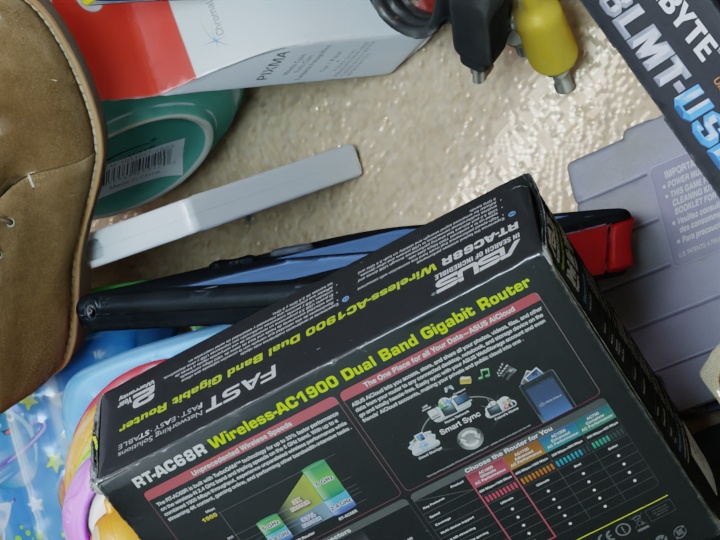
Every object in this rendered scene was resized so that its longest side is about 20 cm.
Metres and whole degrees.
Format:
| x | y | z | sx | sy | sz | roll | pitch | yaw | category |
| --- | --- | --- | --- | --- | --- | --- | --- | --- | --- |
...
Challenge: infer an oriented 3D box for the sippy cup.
| x | y | z | sx | sy | sz | roll | pitch | yaw | category |
| --- | --- | --- | --- | --- | --- | --- | --- | --- | --- |
| -0.140 | 0.082 | 1.401 | 0.178 | 0.139 | 0.131 | -20 | 82 | 63 | sippy cup |

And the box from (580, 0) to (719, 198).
| x | y | z | sx | sy | sz | roll | pitch | yaw | category |
| --- | --- | --- | --- | --- | --- | --- | --- | --- | --- |
| 0.191 | -0.038 | 1.076 | 0.050 | 0.200 | 0.199 | -47 | 59 | 25 | box |

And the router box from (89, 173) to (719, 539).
| x | y | z | sx | sy | sz | roll | pitch | yaw | category |
| --- | --- | --- | --- | --- | --- | --- | --- | --- | --- |
| 0.017 | 0.074 | 1.126 | 0.199 | 0.150 | 0.062 | -27 | 29 | 13 | router box |

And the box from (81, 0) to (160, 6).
| x | y | z | sx | sy | sz | roll | pitch | yaw | category |
| --- | --- | --- | --- | --- | --- | --- | --- | --- | --- |
| -0.049 | -0.181 | 1.216 | 0.200 | 0.064 | 0.070 | -30 | 73 | 47 | box |

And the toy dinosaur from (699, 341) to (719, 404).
| x | y | z | sx | sy | sz | roll | pitch | yaw | category |
| --- | --- | --- | --- | --- | --- | --- | --- | --- | --- |
| 0.184 | 0.015 | 1.160 | 0.101 | 0.200 | 0.058 | -40 | 20 | 22 | toy dinosaur |

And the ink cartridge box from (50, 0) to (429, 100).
| x | y | z | sx | sy | sz | roll | pitch | yaw | category |
| --- | --- | --- | --- | --- | --- | --- | --- | --- | --- |
| -0.079 | -0.161 | 1.332 | 0.047 | 0.199 | 0.161 | -42 | 62 | 49 | ink cartridge box |

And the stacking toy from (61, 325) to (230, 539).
| x | y | z | sx | sy | sz | roll | pitch | yaw | category |
| --- | --- | --- | --- | --- | --- | --- | --- | --- | --- |
| -0.085 | 0.101 | 1.239 | 0.109 | 0.200 | 0.117 | -18 | 97 | 8 | stacking toy |

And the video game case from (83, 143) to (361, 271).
| x | y | z | sx | sy | sz | roll | pitch | yaw | category |
| --- | --- | --- | --- | --- | --- | --- | --- | --- | --- |
| -0.115 | -0.014 | 1.380 | 0.199 | 0.143 | 0.018 | -17 | 92 | 34 | video game case |

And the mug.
| x | y | z | sx | sy | sz | roll | pitch | yaw | category |
| --- | --- | --- | --- | --- | --- | --- | --- | --- | --- |
| -0.120 | -0.103 | 1.387 | 0.185 | 0.152 | 0.115 | -38 | 66 | 27 | mug |

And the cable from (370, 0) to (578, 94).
| x | y | z | sx | sy | sz | roll | pitch | yaw | category |
| --- | --- | --- | --- | --- | --- | --- | --- | --- | --- |
| 0.049 | -0.143 | 1.244 | 0.097 | 0.200 | 0.050 | 29 | 65 | 17 | cable |

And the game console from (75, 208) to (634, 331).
| x | y | z | sx | sy | sz | roll | pitch | yaw | category |
| --- | --- | --- | --- | --- | --- | --- | --- | --- | --- |
| 0.000 | 0.000 | 1.251 | 0.200 | 0.176 | 0.031 | -5 | 92 | 51 | game console |

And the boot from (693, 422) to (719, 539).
| x | y | z | sx | sy | sz | roll | pitch | yaw | category |
| --- | --- | --- | --- | --- | --- | --- | --- | --- | --- |
| 0.056 | 0.076 | 1.204 | 0.165 | 0.200 | 0.066 | -46 | 21 | 23 | boot |

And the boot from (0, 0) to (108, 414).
| x | y | z | sx | sy | sz | roll | pitch | yaw | category |
| --- | --- | --- | --- | --- | --- | --- | --- | --- | --- |
| -0.155 | -0.028 | 1.254 | 0.073 | 0.075 | 0.201 | 10 | 121 | 19 | boot |

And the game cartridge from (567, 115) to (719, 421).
| x | y | z | sx | sy | sz | roll | pitch | yaw | category |
| --- | --- | --- | --- | --- | --- | --- | --- | --- | --- |
| 0.186 | -0.023 | 1.222 | 0.199 | 0.038 | 0.130 | -23 | 67 | 33 | game cartridge |
